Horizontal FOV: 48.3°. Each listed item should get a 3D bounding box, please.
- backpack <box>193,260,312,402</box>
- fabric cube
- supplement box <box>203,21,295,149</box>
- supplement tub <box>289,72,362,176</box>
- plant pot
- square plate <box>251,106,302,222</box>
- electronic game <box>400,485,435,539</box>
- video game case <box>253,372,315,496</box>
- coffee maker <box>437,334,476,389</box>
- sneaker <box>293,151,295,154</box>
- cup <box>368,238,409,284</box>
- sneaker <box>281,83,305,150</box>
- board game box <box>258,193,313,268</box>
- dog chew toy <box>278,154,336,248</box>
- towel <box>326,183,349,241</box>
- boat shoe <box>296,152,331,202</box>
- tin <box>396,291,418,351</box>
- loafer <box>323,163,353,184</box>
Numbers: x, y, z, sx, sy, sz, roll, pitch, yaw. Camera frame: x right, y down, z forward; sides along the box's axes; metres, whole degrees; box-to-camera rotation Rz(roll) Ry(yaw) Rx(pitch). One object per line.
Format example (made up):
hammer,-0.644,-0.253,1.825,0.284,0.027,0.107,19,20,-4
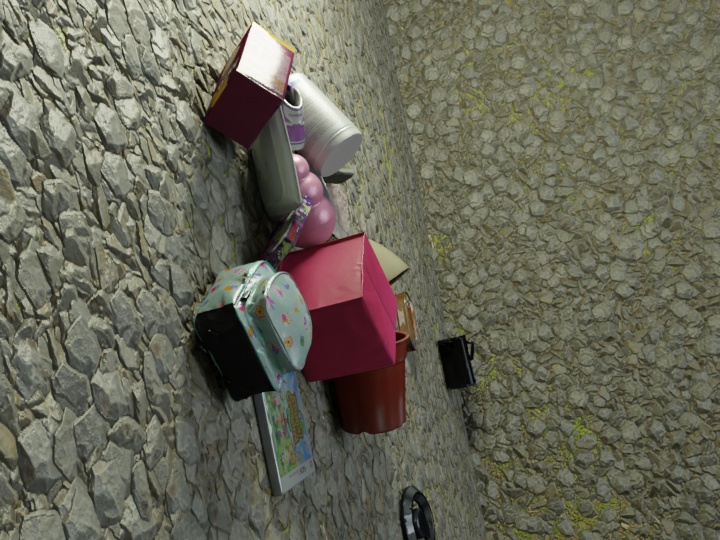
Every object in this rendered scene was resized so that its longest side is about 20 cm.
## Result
backpack,-0.165,0.081,1.284,0.201,0.152,0.177,-90,157,-62
fabric cube,-0.048,0.076,1.639,0.201,0.194,0.200,-86,156,-48
supplement box,-0.203,-0.345,1.489,0.103,0.131,0.201,30,36,-21
supplement tub,-0.106,-0.317,1.739,0.200,0.132,0.132,47,9,13
plant pot,0.019,0.250,1.787,0.201,0.198,0.198,-26,110,-75
square plate,-0.173,-0.206,1.569,0.198,0.028,0.202,164,-86,-67
electronic game,0.155,0.688,2.181,0.200,0.041,0.202,51,30,-44
video game case,-0.137,0.286,1.454,0.182,0.022,0.202,4,74,-75
coffee maker,0.373,0.368,3.192,0.191,0.134,0.202,-6,81,-52
sneaker,-0.163,-0.227,1.737,0.090,0.074,0.201,-112,-179,-60
cup,0.000,0.000,1.961,0.144,0.200,0.200,52,13,6
sneaker,-0.157,-0.329,1.607,0.200,0.072,0.115,44,-42,49
board game box,-0.149,-0.061,1.536,0.032,0.120,0.200,33,26,-11
dog chew toy,-0.127,-0.150,1.669,0.125,0.123,0.202,-76,150,-61
towel,-0.066,-0.148,2.095,0.200,0.032,0.193,46,34,-66
boat shoe,-0.119,-0.199,1.862,0.068,0.073,0.201,-116,-175,-51
tin,0.152,0.170,2.645,0.112,0.041,0.202,55,25,-65
loafer,-0.093,-0.259,1.988,0.199,0.075,0.070,1,61,-62
